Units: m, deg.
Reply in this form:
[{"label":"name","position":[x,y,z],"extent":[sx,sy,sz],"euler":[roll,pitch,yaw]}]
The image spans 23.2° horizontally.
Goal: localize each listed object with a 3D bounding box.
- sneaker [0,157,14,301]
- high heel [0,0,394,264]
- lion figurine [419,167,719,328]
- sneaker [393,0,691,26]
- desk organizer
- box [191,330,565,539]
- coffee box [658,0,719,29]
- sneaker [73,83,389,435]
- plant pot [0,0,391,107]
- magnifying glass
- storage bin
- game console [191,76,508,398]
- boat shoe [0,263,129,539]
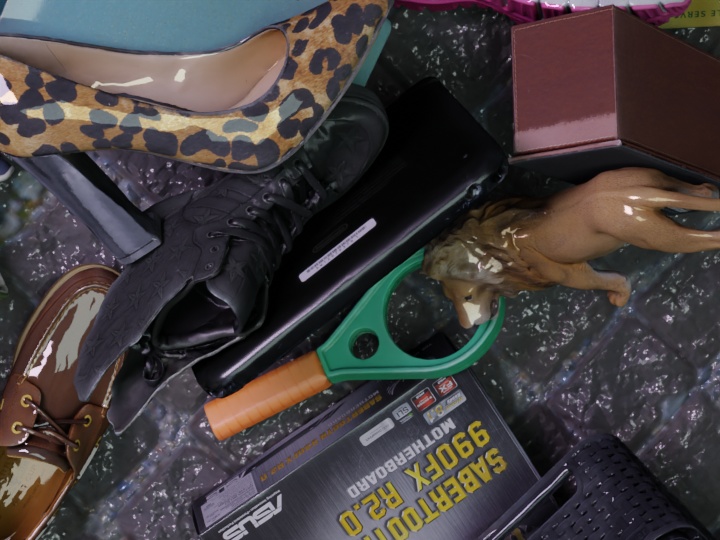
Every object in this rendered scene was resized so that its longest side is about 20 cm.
[{"label":"sneaker","position":[-0.248,0.017,1.006],"extent":[0.089,0.067,0.203],"euler":[9,103,-9]},{"label":"high heel","position":[-0.090,-0.108,0.854],"extent":[0.199,0.072,0.143],"euler":[-39,122,6]},{"label":"lion figurine","position":[0.131,-0.025,0.990],"extent":[0.121,0.073,0.199],"euler":[14,150,-32]},{"label":"sneaker","position":[0.092,-0.186,0.988],"extent":[0.197,0.081,0.089],"euler":[12,86,2]},{"label":"desk organizer","position":[0.165,-0.088,1.015],"extent":[0.199,0.071,0.078],"euler":[12,75,-53]},{"label":"box","position":[0.015,0.160,1.121],"extent":[0.199,0.048,0.159],"euler":[-33,111,0]},{"label":"coffee box","position":[0.192,-0.243,1.029],"extent":[0.121,0.044,0.203],"euler":[-3,108,-11]},{"label":"sneaker","position":[-0.062,-0.008,0.900],"extent":[0.199,0.105,0.060],"euler":[-32,127,12]},{"label":"plant pot","position":[-0.094,-0.143,0.952],"extent":[0.198,0.141,0.142],"euler":[22,102,-20]},{"label":"magnifying glass","position":[-0.004,0.050,1.078],"extent":[0.198,0.022,0.080],"euler":[-27,67,7]},{"label":"storage bin","position":[0.171,0.213,1.112],"extent":[0.135,0.094,0.200],"euler":[-43,134,4]},{"label":"game console","position":[0.000,0.000,0.988],"extent":[0.199,0.176,0.117],"euler":[-38,121,2]},{"label":"boat shoe","position":[-0.184,0.094,1.046],"extent":[0.071,0.068,0.202],"euler":[23,102,-18]}]
